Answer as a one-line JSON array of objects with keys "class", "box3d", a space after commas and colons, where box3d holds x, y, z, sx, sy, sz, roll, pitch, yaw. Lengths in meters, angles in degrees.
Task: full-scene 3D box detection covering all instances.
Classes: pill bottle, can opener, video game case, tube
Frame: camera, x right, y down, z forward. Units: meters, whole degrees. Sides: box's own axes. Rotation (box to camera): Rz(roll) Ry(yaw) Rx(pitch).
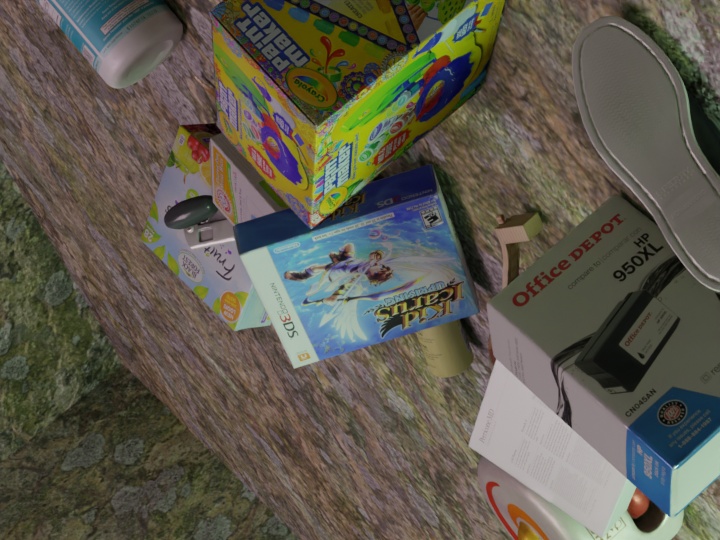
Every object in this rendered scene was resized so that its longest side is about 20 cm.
[{"class": "pill bottle", "box3d": [-0.301, -0.313, 2.104, 0.200, 0.111, 0.111, 50, 165, 5]}, {"class": "can opener", "box3d": [-0.136, -0.064, 2.105, 0.199, 0.067, 0.054, -11, 79, 37]}, {"class": "video game case", "box3d": [0.000, 0.000, 1.789, 0.182, 0.199, 0.046, 67, -171, -48]}, {"class": "tube", "box3d": [0.065, 0.021, 1.939, 0.058, 0.052, 0.201, -6, 125, 24]}]

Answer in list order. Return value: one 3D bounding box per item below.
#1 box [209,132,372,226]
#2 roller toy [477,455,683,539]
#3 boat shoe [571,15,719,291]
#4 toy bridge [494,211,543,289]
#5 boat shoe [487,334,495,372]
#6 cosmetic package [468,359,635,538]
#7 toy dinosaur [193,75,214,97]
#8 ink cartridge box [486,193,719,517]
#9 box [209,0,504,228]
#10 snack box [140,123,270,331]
[{"class": "box", "box3d": [-0.058, -0.066, 1.910, 0.200, 0.112, 0.102, 47, 153, 30]}, {"class": "roller toy", "box3d": [0.207, 0.219, 1.795, 0.182, 0.140, 0.200, 42, 162, 29]}, {"class": "boat shoe", "box3d": [0.207, -0.077, 1.231, 0.201, 0.075, 0.060, 65, -155, 5]}, {"class": "toy bridge", "box3d": [0.160, 0.040, 1.632, 0.067, 0.027, 0.201, -8, 112, 45]}, {"class": "boat shoe", "box3d": [0.186, 0.101, 1.713, 0.200, 0.076, 0.072, 32, 151, 40]}, {"class": "cosmetic package", "box3d": [0.185, 0.116, 1.604, 0.150, 0.052, 0.201, 32, 136, 18]}, {"class": "toy dinosaur", "box3d": [-0.135, -0.160, 2.117, 0.200, 0.058, 0.102, -127, 25, -60]}, {"class": "ink cartridge box", "box3d": [0.212, 0.060, 1.390, 0.200, 0.144, 0.084, 42, 162, 30]}, {"class": "box", "box3d": [-0.004, -0.166, 1.404, 0.122, 0.192, 0.200, 47, 165, 13]}, {"class": "snack box", "box3d": [-0.162, -0.054, 2.225, 0.200, 0.067, 0.169, 43, 123, 33]}]
